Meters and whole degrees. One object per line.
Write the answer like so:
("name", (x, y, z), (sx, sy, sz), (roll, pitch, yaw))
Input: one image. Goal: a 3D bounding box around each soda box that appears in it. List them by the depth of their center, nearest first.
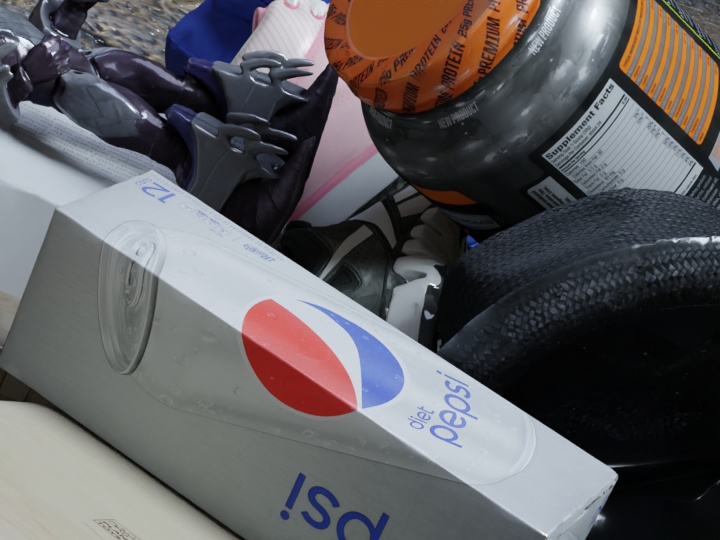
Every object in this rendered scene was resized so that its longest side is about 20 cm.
("soda box", (-0.020, 0.049, 0.853), (0.200, 0.068, 0.063), (34, 27, 16))

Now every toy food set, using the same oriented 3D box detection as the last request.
("toy food set", (-0.088, 0.105, 0.790), (0.200, 0.061, 0.143), (35, 11, 24))

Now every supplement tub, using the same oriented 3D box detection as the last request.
("supplement tub", (0.084, -0.058, 1.004), (0.200, 0.123, 0.123), (39, 8, -36))

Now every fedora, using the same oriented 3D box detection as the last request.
("fedora", (0.099, 0.031, 0.939), (0.200, 0.201, 0.092), (13, 37, -29))

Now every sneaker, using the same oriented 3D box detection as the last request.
("sneaker", (0.000, 0.000, 1.048), (0.090, 0.067, 0.200), (5, 19, 7))
("sneaker", (0.014, -0.100, 1.139), (0.105, 0.200, 0.075), (49, -14, 7))

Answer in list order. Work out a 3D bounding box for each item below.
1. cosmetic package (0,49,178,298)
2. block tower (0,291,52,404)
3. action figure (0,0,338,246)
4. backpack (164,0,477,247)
("cosmetic package", (-0.120, -0.028, 1.124), (0.101, 0.072, 0.200), (24, 19, 2))
("block tower", (-0.071, 0.067, 0.966), (0.199, 0.054, 0.058), (21, 19, -11))
("action figure", (-0.113, -0.079, 1.061), (0.199, 0.070, 0.130), (19, 29, -2))
("backpack", (0.017, -0.079, 1.263), (0.200, 0.168, 0.162), (40, 64, 23))
